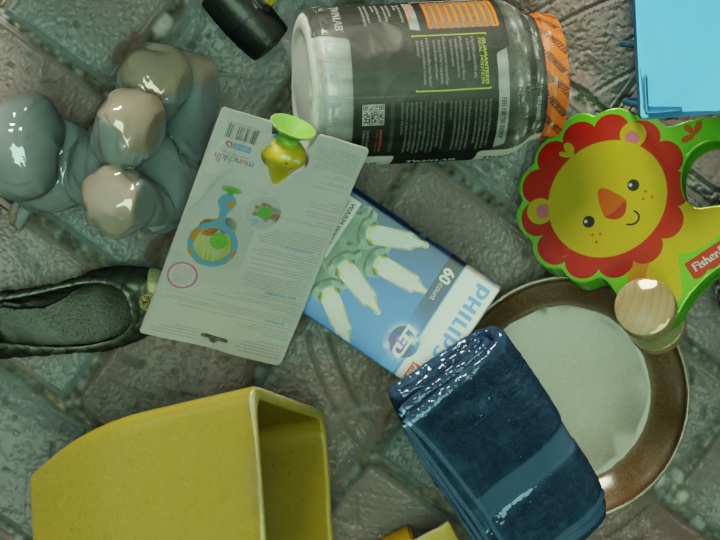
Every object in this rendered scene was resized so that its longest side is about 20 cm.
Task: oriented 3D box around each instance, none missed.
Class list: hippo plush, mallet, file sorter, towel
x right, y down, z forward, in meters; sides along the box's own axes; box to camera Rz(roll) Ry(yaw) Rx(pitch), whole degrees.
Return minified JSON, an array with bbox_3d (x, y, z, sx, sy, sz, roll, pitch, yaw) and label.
[{"bbox_3d":[-0.200,-0.100,1.583,0.160,0.200,0.160,12,84,20],"label":"hippo plush"},{"bbox_3d":[-0.031,-0.228,1.577,0.199,0.041,0.066,-27,109,30],"label":"mallet"},{"bbox_3d":[0.267,-0.224,1.597,0.138,0.123,0.201,-4,97,-3],"label":"file sorter"},{"bbox_3d":[0.111,0.145,1.605,0.111,0.049,0.200,-35,116,-5],"label":"towel"}]

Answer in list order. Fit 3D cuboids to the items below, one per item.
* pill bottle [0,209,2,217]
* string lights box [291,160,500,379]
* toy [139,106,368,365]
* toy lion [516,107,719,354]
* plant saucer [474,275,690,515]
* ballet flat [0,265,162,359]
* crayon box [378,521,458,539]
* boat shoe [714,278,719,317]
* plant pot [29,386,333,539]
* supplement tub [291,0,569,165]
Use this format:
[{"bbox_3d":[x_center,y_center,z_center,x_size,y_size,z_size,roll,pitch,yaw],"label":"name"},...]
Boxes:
[{"bbox_3d":[-0.368,-0.097,1.576,0.111,0.111,0.201,-31,98,0],"label":"pill bottle"},{"bbox_3d":[0.000,0.000,1.624,0.199,0.059,0.103,34,94,3],"label":"string lights box"},{"bbox_3d":[-0.082,-0.031,1.561,0.115,0.047,0.201,15,122,-16],"label":"toy"},{"bbox_3d":[0.229,-0.050,1.616,0.199,0.069,0.192,-33,69,8],"label":"toy lion"},{"bbox_3d":[0.165,0.101,1.675,0.199,0.037,0.202,0,97,-3],"label":"plant saucer"},{"bbox_3d":[-0.235,0.040,1.629,0.199,0.057,0.067,-11,99,-3],"label":"ballet flat"},{"bbox_3d":[0.009,0.296,1.681,0.199,0.051,0.127,-26,98,0],"label":"crayon box"},{"bbox_3d":[0.315,0.030,1.661,0.060,0.074,0.201,-17,106,-6],"label":"boat shoe"},{"bbox_3d":[-0.139,0.203,1.577,0.199,0.194,0.197,-6,79,14],"label":"plant pot"},{"bbox_3d":[0.052,-0.144,1.587,0.199,0.123,0.123,-3,97,-10],"label":"supplement tub"}]
